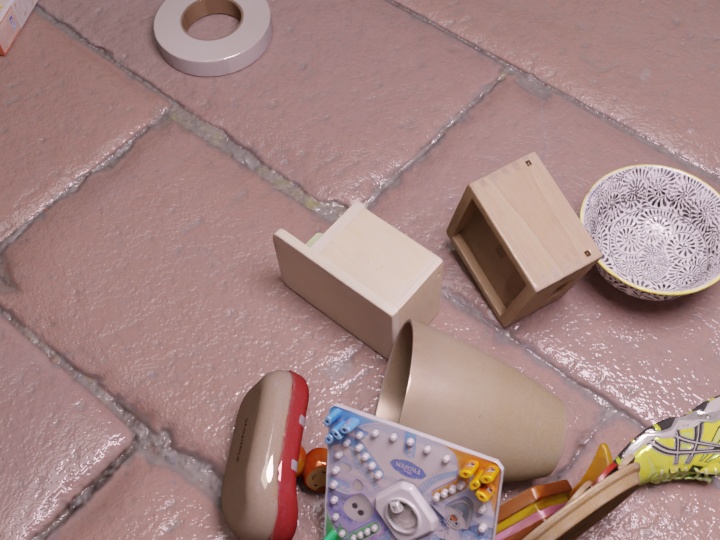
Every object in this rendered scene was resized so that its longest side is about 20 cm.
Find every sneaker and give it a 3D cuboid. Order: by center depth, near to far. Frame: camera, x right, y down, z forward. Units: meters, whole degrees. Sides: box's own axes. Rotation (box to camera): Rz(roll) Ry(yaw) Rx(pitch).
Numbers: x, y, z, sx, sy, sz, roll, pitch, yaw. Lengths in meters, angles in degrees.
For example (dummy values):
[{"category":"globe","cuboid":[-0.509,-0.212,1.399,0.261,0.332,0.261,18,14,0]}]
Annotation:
[{"category":"sneaker","cuboid":[0.379,0.214,0.995,0.199,0.076,0.077,-24,59,-10]}]

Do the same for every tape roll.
[{"category":"tape roll","cuboid":[-0.247,-0.412,1.437,0.201,0.037,0.204,-2,58,2]}]

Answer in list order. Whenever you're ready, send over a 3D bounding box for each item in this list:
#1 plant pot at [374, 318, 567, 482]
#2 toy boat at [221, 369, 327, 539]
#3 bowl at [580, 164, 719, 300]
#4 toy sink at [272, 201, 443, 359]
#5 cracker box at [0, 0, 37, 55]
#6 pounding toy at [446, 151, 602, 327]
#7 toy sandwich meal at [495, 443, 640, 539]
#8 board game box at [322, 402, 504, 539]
[{"category":"plant pot","cuboid":[0.129,0.170,0.988,0.198,0.188,0.188,14,58,-6]},{"category":"toy boat","cuboid":[-0.081,0.225,0.997,0.130,0.130,0.201,21,56,-19]},{"category":"bowl","cuboid":[0.383,-0.033,1.128,0.199,0.094,0.202,-1,58,2]},{"category":"toy sink","cuboid":[0.000,0.000,1.113,0.199,0.131,0.112,34,65,22]},{"category":"cracker box","cuboid":[-0.646,-0.470,1.478,0.133,0.058,0.201,10,60,8]},{"category":"pounding toy","cuboid":[0.212,-0.049,1.119,0.141,0.200,0.185,-26,75,-13]},{"category":"toy sandwich meal","cuboid":[0.209,0.253,0.917,0.204,0.206,0.070,-29,63,-15]},{"category":"board game box","cuboid":[0.044,0.259,0.897,0.199,0.202,0.026,15,25,26]}]
